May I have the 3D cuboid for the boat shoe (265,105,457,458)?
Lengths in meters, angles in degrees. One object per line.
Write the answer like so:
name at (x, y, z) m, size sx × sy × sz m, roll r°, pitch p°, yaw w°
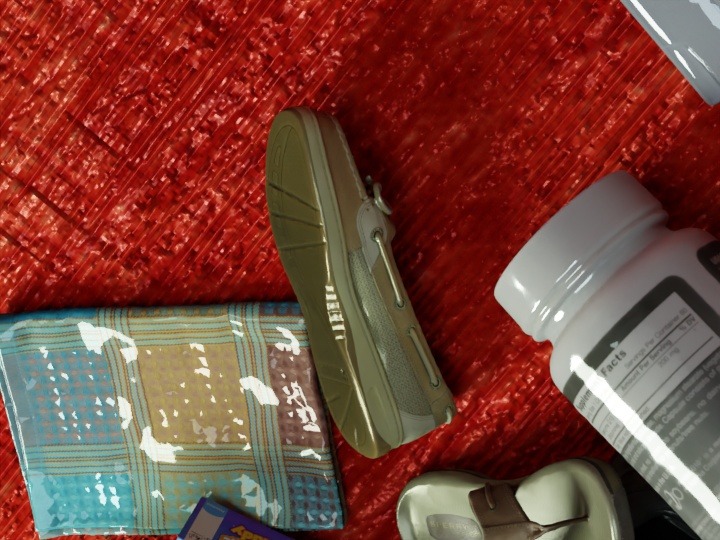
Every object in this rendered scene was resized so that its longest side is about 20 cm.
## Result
boat shoe at (0.001, 0.001, 1.475) m, size 0.073 × 0.063 × 0.201 m, roll 15°, pitch 124°, yaw 64°

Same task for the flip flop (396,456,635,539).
flip flop at (0.076, 0.141, 1.463) m, size 0.200 × 0.058 × 0.081 m, roll -1°, pitch 98°, yaw 53°

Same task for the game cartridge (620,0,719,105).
game cartridge at (0.206, -0.187, 1.334) m, size 0.200 × 0.041 × 0.133 m, roll -39°, pitch 93°, yaw 28°

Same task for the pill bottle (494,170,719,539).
pill bottle at (0.170, 0.052, 1.389) m, size 0.200 × 0.114 × 0.114 m, roll 47°, pitch 120°, yaw 13°

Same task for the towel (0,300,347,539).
towel at (-0.113, 0.088, 1.570) m, size 0.200 × 0.022 × 0.147 m, roll -2°, pitch 113°, yaw 20°

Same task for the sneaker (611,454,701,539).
sneaker at (0.219, 0.159, 1.450) m, size 0.200 × 0.091 × 0.076 m, roll 15°, pitch 115°, yaw 11°

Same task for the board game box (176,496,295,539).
board game box at (-0.068, 0.245, 1.599) m, size 0.134 × 0.045 × 0.200 m, roll 24°, pitch 122°, yaw 4°
